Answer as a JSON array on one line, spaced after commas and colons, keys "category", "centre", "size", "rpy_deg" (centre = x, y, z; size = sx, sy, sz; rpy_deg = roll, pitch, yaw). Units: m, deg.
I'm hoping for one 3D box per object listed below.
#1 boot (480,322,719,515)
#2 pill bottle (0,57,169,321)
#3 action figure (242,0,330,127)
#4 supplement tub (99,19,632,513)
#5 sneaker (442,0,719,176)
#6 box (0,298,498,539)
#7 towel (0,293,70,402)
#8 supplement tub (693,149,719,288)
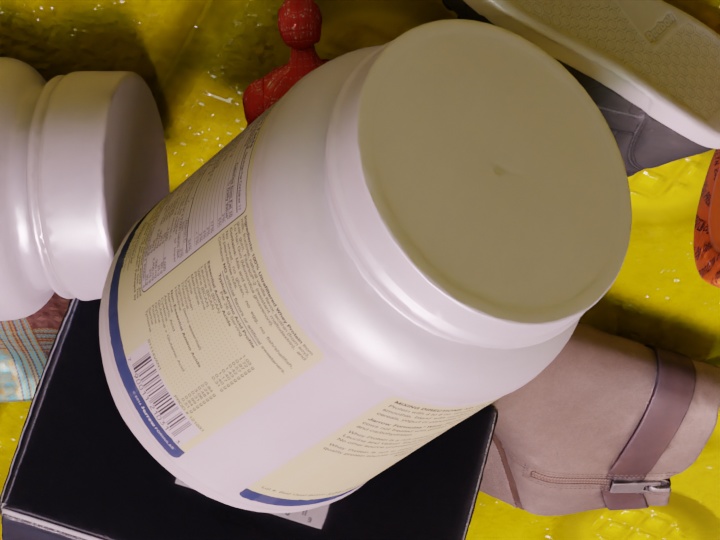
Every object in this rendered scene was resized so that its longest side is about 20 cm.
[{"category": "boot", "centre": [0.094, 0.045, 1.349], "size": [0.145, 0.071, 0.200], "rpy_deg": [8, 147, -4]}, {"category": "pill bottle", "centre": [-0.190, -0.034, 1.265], "size": [0.199, 0.114, 0.114], "rpy_deg": [-1, 141, 13]}, {"category": "action figure", "centre": [-0.016, -0.039, 1.276], "size": [0.065, 0.052, 0.201], "rpy_deg": [-2, 138, 6]}, {"category": "supplement tub", "centre": [0.000, 0.000, 1.152], "size": [0.144, 0.146, 0.200], "rpy_deg": [26, 146, -21]}, {"category": "sneaker", "centre": [0.056, -0.093, 1.177], "size": [0.200, 0.071, 0.099], "rpy_deg": [33, 140, -24]}, {"category": "box", "centre": [-0.057, 0.119, 1.357], "size": [0.199, 0.125, 0.197], "rpy_deg": [18, 155, 1]}, {"category": "towel", "centre": [-0.227, 0.021, 1.416], "size": [0.199, 0.022, 0.147], "rpy_deg": [-4, 141, 15]}, {"category": "supplement tub", "centre": [0.245, -0.007, 1.204], "size": [0.199, 0.123, 0.123], "rpy_deg": [19, 141, -13]}]
